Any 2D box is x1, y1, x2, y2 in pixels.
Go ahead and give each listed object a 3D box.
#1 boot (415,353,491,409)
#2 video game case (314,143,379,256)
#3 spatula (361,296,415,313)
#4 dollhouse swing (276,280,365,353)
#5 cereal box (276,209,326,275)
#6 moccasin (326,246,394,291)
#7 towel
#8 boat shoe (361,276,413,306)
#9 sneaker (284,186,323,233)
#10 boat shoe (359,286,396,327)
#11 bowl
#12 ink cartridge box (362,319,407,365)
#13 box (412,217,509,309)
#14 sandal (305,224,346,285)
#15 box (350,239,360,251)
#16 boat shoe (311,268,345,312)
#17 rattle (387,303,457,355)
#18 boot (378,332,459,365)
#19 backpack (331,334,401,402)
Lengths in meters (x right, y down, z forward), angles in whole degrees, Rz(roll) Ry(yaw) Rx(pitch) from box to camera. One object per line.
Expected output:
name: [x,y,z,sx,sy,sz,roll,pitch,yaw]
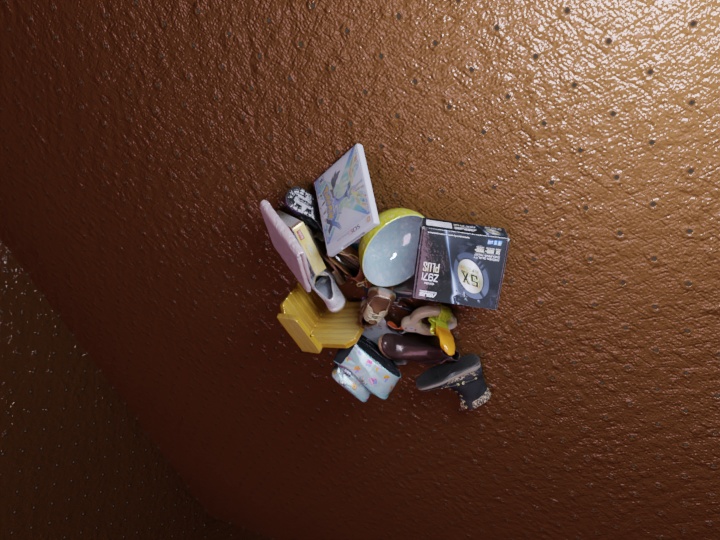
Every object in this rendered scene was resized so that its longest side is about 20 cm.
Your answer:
boot: [0.271,0.334,1.532,0.195,0.074,0.153,-25,119,11]
video game case: [-0.038,-0.164,1.270,0.180,0.022,0.207,-31,63,43]
spatula: [0.097,0.104,1.485,0.193,0.021,0.057,11,165,3]
dollhouse swing: [-0.091,0.106,1.503,0.173,0.202,0.184,-19,116,42]
cereal box: [-0.171,-0.079,1.444,0.199,0.039,0.147,31,150,60]
moccasin: [0.001,-0.001,1.366,0.200,0.078,0.074,40,126,-7]
towel: [-0.190,-0.062,1.405,0.201,0.032,0.193,50,164,28]
boat shoe: [0.086,0.052,1.436,0.194,0.075,0.063,2,127,33]
sneaker: [-0.114,-0.146,1.416,0.198,0.077,0.087,37,167,-12]
boat shoe: [0.041,0.101,1.375,0.073,0.076,0.201,15,159,-4]
bowl: [0.071,-0.075,1.295,0.108,0.194,0.205,-126,25,-44]
ink cartridge box: [0.047,0.195,1.616,0.159,0.050,0.205,-11,111,39]
box: [0.222,-0.017,1.206,0.193,0.086,0.170,8,110,5]
sandal: [-0.076,-0.058,1.469,0.068,0.078,0.214,-27,123,8]
box: [0.000,-0.107,1.374,0.080,0.050,0.204,-4,124,35]
boat shoe: [-0.107,0.026,1.484,0.201,0.070,0.070,50,176,39]
rattle: [0.163,0.181,1.438,0.194,0.148,0.130,-16,157,24]
boot: [0.162,0.215,1.487,0.197,0.075,0.163,25,155,-39]
backpack: [0.016,0.286,1.541,0.196,0.157,0.176,29,179,1]
